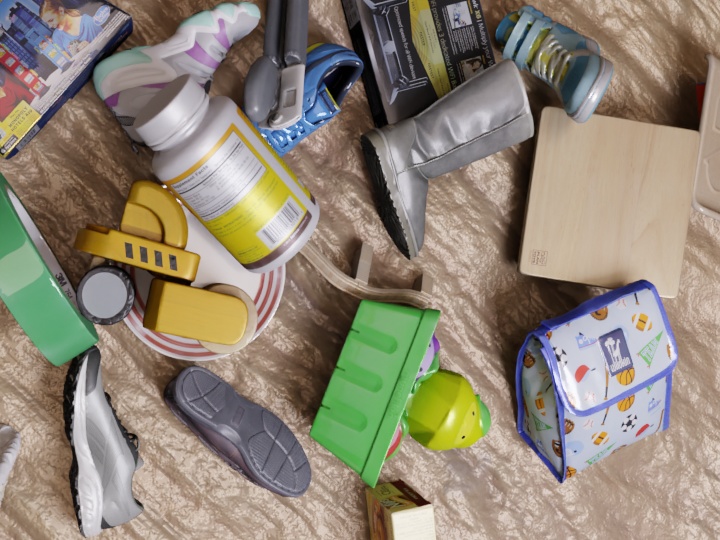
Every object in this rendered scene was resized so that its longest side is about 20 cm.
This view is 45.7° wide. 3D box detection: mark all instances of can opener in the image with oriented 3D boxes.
[{"bbox_3d":[-0.086,-0.239,0.926,0.051,0.067,0.204,-7,58,17],"label":"can opener"}]

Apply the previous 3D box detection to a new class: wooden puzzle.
[{"bbox_3d":[0.476,-0.156,1.107,0.183,0.046,0.205,12,82,-40],"label":"wooden puzzle"}]

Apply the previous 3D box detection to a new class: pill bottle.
[{"bbox_3d":[-0.138,-0.100,0.882,0.109,0.109,0.201,-47,119,-10],"label":"pill bottle"}]

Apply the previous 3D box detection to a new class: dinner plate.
[{"bbox_3d":[-0.182,-0.001,0.963,0.195,0.024,0.206,0,91,-15],"label":"dinner plate"}]

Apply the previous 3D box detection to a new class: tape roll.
[{"bbox_3d":[-0.326,-0.006,0.831,0.048,0.200,0.203,-30,98,-12],"label":"tape roll"}]

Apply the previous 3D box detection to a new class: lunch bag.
[{"bbox_3d":[0.276,0.123,1.004,0.167,0.124,0.204,-21,125,-17],"label":"lunch bag"}]

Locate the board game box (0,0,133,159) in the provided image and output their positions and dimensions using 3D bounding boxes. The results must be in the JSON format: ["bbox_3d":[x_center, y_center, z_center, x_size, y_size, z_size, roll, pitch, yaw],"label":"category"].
[{"bbox_3d":[-0.377,-0.256,0.887,0.199,0.062,0.201,42,80,-11],"label":"board game box"}]

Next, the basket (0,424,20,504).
[{"bbox_3d":[-0.445,0.233,0.806,0.195,0.198,0.165,12,91,-15],"label":"basket"}]

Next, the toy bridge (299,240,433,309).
[{"bbox_3d":[0.000,0.000,0.992,0.197,0.027,0.068,26,43,-14],"label":"toy bridge"}]

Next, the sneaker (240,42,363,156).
[{"bbox_3d":[-0.075,-0.175,0.955,0.201,0.078,0.066,-49,132,-10],"label":"sneaker"}]

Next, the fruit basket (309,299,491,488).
[{"bbox_3d":[0.062,0.149,0.978,0.210,0.156,0.222,0,84,1],"label":"fruit basket"}]

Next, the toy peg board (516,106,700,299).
[{"bbox_3d":[0.300,-0.081,1.071,0.194,0.098,0.205,9,89,0],"label":"toy peg board"}]

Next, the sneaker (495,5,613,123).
[{"bbox_3d":[0.219,-0.246,1.000,0.128,0.201,0.081,25,116,-7],"label":"sneaker"}]

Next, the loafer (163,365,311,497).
[{"bbox_3d":[-0.139,0.185,0.967,0.200,0.063,0.072,45,50,-16],"label":"loafer"}]

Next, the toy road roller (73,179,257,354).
[{"bbox_3d":[-0.196,-0.006,0.883,0.196,0.123,0.150,16,87,-14],"label":"toy road roller"}]

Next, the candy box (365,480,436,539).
[{"bbox_3d":[0.053,0.359,0.983,0.054,0.115,0.205,-7,92,-14],"label":"candy box"}]

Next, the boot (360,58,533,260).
[{"bbox_3d":[0.110,-0.127,0.994,0.197,0.073,0.185,-27,127,-16],"label":"boot"}]

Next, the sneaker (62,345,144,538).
[{"bbox_3d":[-0.277,0.179,0.920,0.078,0.074,0.206,-7,99,-24],"label":"sneaker"}]

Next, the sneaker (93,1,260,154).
[{"bbox_3d":[-0.178,-0.197,0.941,0.197,0.078,0.142,-28,99,-4],"label":"sneaker"}]

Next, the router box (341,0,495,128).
[{"bbox_3d":[0.072,-0.271,1.014,0.154,0.052,0.205,-17,95,-15],"label":"router box"}]
